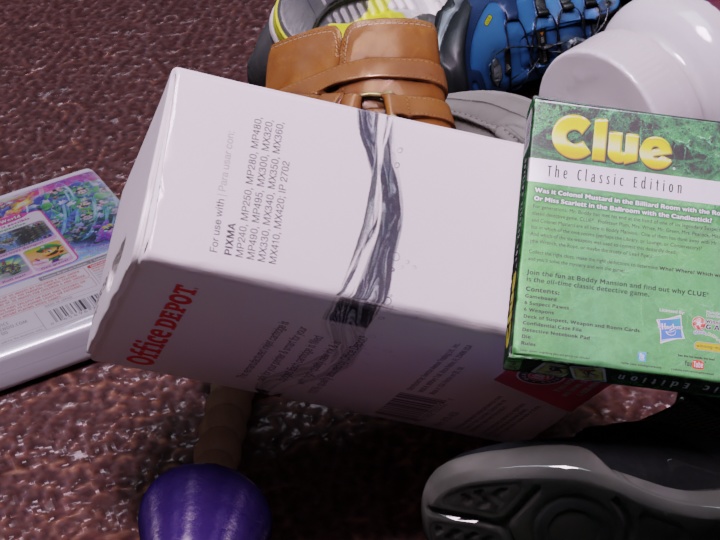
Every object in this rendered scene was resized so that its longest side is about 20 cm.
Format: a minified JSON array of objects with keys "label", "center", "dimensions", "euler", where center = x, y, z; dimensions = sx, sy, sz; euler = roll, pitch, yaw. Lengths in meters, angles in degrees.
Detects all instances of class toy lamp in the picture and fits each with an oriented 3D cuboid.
[{"label":"toy lamp","center":[-0.060,0.076,0.859],"dimensions":[0.058,0.059,0.200],"euler":[-5,29,7]}]

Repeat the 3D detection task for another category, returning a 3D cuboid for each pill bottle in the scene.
[{"label":"pill bottle","center":[0.197,-0.110,1.067],"dimensions":[0.199,0.110,0.109],"euler":[-29,34,-32]}]

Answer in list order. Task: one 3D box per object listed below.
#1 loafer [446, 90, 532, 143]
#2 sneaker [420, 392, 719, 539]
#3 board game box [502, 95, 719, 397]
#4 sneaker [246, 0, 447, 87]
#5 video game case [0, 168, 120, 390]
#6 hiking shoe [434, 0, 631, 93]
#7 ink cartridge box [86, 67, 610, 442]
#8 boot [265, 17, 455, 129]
[{"label":"loafer","center":[0.086,-0.042,1.017],"dimensions":[0.070,0.070,0.199],"euler":[-23,32,-35]},{"label":"sneaker","center":[0.123,0.080,0.782],"dimensions":[0.198,0.077,0.114],"euler":[-4,27,2]},{"label":"board game box","center":[0.156,-0.002,0.738],"dimensions":[0.198,0.023,0.106],"euler":[8,73,0]},{"label":"sneaker","center":[0.008,-0.150,1.234],"dimensions":[0.199,0.075,0.085],"euler":[-11,-18,-41]},{"label":"video game case","center":[-0.206,0.014,1.051],"dimensions":[0.199,0.024,0.182],"euler":[-20,30,-18]},{"label":"hiking shoe","center":[0.117,-0.151,1.202],"dimensions":[0.086,0.075,0.200],"euler":[13,36,37]},{"label":"ink cartridge box","center":[0.000,0.000,0.808],"dimensions":[0.199,0.145,0.085],"euler":[12,69,-12]},{"label":"boot","center":[0.034,-0.050,0.974],"dimensions":[0.199,0.077,0.156],"euler":[-3,58,17]}]
